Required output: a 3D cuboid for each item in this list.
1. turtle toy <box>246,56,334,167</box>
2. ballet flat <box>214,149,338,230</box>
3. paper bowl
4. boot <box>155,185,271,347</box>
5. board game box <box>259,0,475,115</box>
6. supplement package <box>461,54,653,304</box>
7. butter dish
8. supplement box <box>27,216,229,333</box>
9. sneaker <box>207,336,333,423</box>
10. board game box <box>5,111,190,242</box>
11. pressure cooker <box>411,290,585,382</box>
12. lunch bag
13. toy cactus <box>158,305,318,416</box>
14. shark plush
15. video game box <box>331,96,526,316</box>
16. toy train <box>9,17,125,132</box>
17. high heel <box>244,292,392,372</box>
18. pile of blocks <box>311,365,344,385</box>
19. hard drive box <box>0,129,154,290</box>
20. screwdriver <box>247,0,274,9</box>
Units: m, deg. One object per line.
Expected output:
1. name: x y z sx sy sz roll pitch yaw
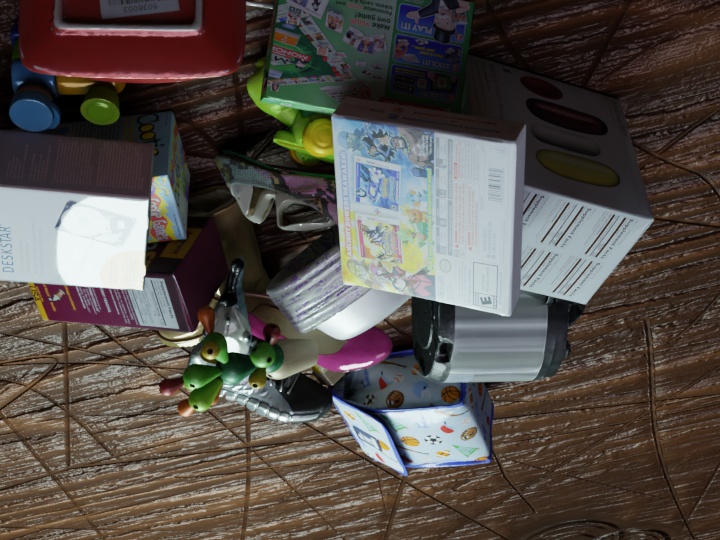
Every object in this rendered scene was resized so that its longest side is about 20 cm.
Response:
1. turtle toy: -0.026 -0.158 1.295 0.199 0.101 0.146 18 175 -11
2. ballet flat: -0.086 -0.081 1.344 0.199 0.071 0.069 15 176 29
3. paper bowl: 0.000 0.000 1.402 0.200 0.201 0.104 -33 98 30
4. boot: -0.198 -0.005 1.504 0.175 0.066 0.200 -21 139 1
5. board game box: 0.008 -0.217 1.224 0.199 0.135 0.029 9 177 -14
6. supplement package: 0.175 -0.097 1.323 0.199 0.192 0.147 13 136 -19
7. butter dish: -0.206 -0.248 1.154 0.199 0.200 0.148 0 163 -5
8. supplement box: -0.266 -0.001 1.409 0.199 0.110 0.086 3 129 20
9. sneaker: -0.128 0.130 1.638 0.199 0.075 0.116 14 132 0
10. board game box: -0.296 -0.094 1.355 0.199 0.105 0.103 -6 139 3
11. pressure cooker: 0.170 0.051 1.502 0.199 0.176 0.179 0 111 -8
12. lunch bag: 0.070 0.197 1.717 0.199 0.124 0.170 -6 140 17
13. toy cactus: -0.127 0.096 1.368 0.165 0.103 0.200 -8 161 -35
14. shark plush: -0.164 0.052 1.450 0.090 0.084 0.200 -1 142 2
15. video game box: 0.067 -0.060 1.201 0.182 0.047 0.201 10 128 17
16. toy train: -0.249 -0.194 1.231 0.199 0.116 0.085 -1 143 -4
17. high heel: -0.060 0.069 1.470 0.199 0.068 0.096 1 148 33
18. pile of blocks: -0.050 0.078 1.625 0.062 0.082 0.200 -43 155 -20
19. hard drive box: -0.313 -0.060 1.248 0.199 0.077 0.156 4 143 -8
20. screwdriver: -0.019 -0.256 1.244 0.199 0.028 0.029 7 167 -18
